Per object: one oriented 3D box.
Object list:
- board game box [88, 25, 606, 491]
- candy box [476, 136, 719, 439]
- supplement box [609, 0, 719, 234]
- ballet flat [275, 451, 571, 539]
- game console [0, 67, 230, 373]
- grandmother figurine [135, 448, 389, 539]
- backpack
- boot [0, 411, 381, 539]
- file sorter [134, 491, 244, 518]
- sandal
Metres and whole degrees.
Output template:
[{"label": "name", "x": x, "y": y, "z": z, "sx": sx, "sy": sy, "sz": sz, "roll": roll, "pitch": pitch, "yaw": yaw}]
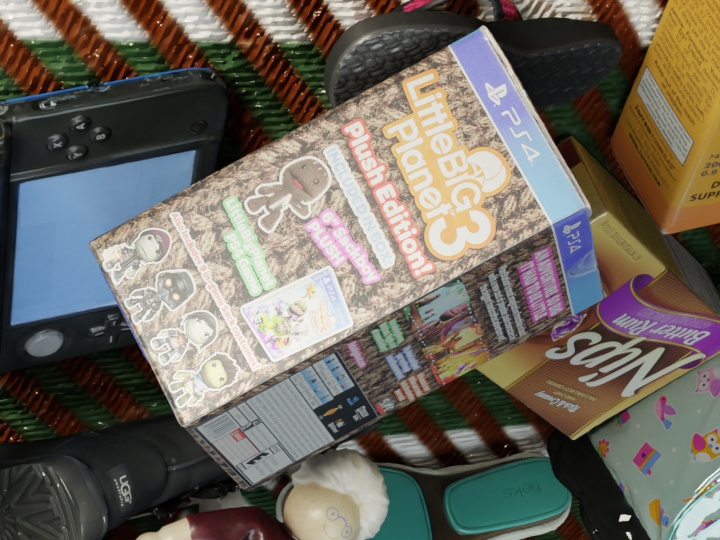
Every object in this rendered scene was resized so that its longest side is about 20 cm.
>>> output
[{"label": "board game box", "x": 0.000, "y": 0.000, "z": 1.190, "sx": 0.200, "sy": 0.097, "sz": 0.159, "roll": -28, "pitch": 163, "yaw": -1}, {"label": "candy box", "x": 0.114, "y": 0.015, "z": 1.409, "sx": 0.117, "sy": 0.057, "sz": 0.200, "roll": -32, "pitch": 146, "yaw": 13}, {"label": "supplement box", "x": 0.186, "y": -0.106, "z": 1.265, "sx": 0.066, "sy": 0.069, "sz": 0.200, "roll": -12, "pitch": 145, "yaw": -22}, {"label": "ballet flat", "x": 0.032, "y": 0.148, "z": 1.557, "sx": 0.200, "sy": 0.069, "sz": 0.069, "roll": -5, "pitch": 144, "yaw": -29}, {"label": "game console", "x": -0.135, "y": 0.022, "z": 1.198, "sx": 0.170, "sy": 0.118, "sz": 0.200, "roll": -12, "pitch": 147, "yaw": -18}, {"label": "grandmother figurine", "x": -0.063, "y": 0.169, "z": 1.318, "sx": 0.200, "sy": 0.061, "sz": 0.121, "roll": -44, "pitch": 129, "yaw": -10}, {"label": "backpack", "x": 0.217, "y": 0.096, "z": 1.509, "sx": 0.200, "sy": 0.167, "sz": 0.127, "roll": -39, "pitch": 143, "yaw": 12}, {"label": "boot", "x": -0.112, "y": 0.094, "z": 1.368, "sx": 0.200, "sy": 0.066, "sz": 0.165, "roll": -23, "pitch": -166, "yaw": -39}, {"label": "file sorter", "x": -0.118, "y": 0.215, "z": 1.481, "sx": 0.124, "sy": 0.139, "sz": 0.200, "roll": -13, "pitch": 147, "yaw": -12}, {"label": "sandal", "x": 0.046, "y": -0.103, "z": 1.210, "sx": 0.075, "sy": 0.045, "sz": 0.200, "roll": -39, "pitch": 160, "yaw": 33}]
